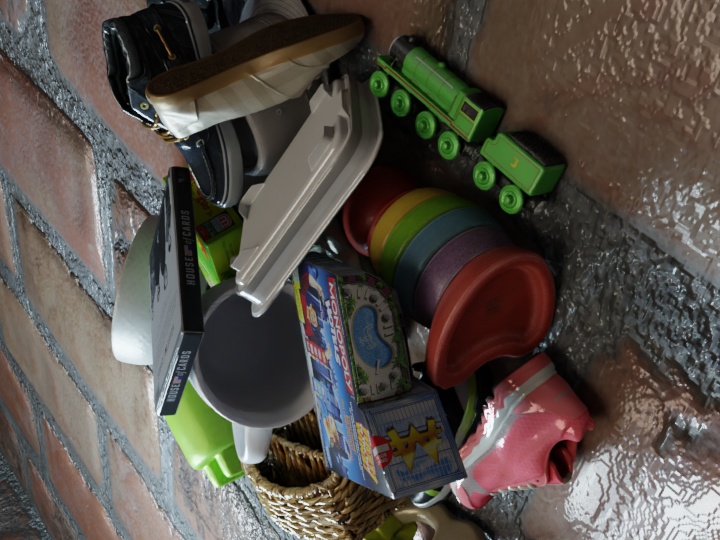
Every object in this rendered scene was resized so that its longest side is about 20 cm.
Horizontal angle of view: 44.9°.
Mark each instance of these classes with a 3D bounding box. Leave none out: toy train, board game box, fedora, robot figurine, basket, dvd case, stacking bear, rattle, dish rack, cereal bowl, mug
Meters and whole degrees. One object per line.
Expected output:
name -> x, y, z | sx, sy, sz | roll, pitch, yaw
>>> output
toy train -> 0.079, -0.119, 0.688 | 0.200, 0.042, 0.057 | 47, 132, 28
board game box -> 0.010, 0.089, 0.687 | 0.200, 0.061, 0.201 | -159, 58, -70
fedora -> -0.106, -0.175, 0.865 | 0.176, 0.090, 0.201 | 2, 111, 54
robot figurine -> -0.208, 0.191, 1.199 | 0.201, 0.115, 0.176 | 58, 139, 14
basket -> -0.053, 0.188, 0.948 | 0.200, 0.142, 0.150 | 7, 121, 53
dvd case -> -0.187, 0.020, 0.869 | 0.151, 0.025, 0.201 | 118, 147, -47
stacking bear -> 0.054, -0.018, 0.727 | 0.200, 0.121, 0.114 | 45, 143, 42
rattle -> 0.093, 0.318, 0.902 | 0.199, 0.130, 0.143 | -6, 117, 28
board game box -> -0.165, -0.027, 1.010 | 0.102, 0.047, 0.200 | 53, 165, 24
dish rack -> -0.055, -0.075, 0.759 | 0.200, 0.043, 0.172 | -51, 21, 25
cereal bowl -> -0.253, 0.031, 1.142 | 0.083, 0.201, 0.201 | 13, 132, 1
mug -> -0.119, 0.104, 0.928 | 0.175, 0.147, 0.201 | -174, 83, -71

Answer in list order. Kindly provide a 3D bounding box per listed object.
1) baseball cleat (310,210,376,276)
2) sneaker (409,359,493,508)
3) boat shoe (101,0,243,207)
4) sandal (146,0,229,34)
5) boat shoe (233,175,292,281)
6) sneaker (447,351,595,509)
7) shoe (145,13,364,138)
baseball cleat -> 0.000, 0.000, 0.851 | 0.069, 0.107, 0.200 | -1, 139, 21
sneaker -> 0.058, 0.146, 0.818 | 0.072, 0.082, 0.201 | -110, 27, -49
boat shoe -> -0.178, -0.145, 0.817 | 0.071, 0.091, 0.201 | 11, 120, 50
sandal -> -0.173, -0.259, 0.862 | 0.075, 0.048, 0.200 | 19, 168, 12
boat shoe -> -0.083, -0.044, 0.939 | 0.200, 0.071, 0.064 | 50, 162, 20
sneaker -> 0.135, 0.162, 0.744 | 0.087, 0.074, 0.201 | 44, 141, 25
shoe -> -0.088, -0.174, 0.770 | 0.070, 0.199, 0.054 | -115, 5, -54
